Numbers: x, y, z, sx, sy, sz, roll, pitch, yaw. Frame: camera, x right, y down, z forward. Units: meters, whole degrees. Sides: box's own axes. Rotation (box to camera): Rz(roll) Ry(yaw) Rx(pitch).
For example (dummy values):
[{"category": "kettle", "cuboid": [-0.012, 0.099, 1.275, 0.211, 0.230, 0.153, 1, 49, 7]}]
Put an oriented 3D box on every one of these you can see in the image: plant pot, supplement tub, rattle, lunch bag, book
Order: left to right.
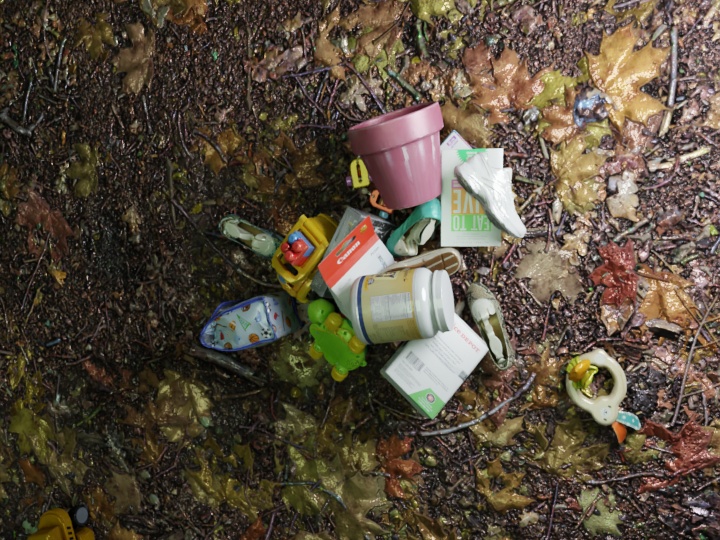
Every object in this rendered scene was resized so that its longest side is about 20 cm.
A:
[{"category": "lunch bag", "cuboid": [-0.268, 0.126, 1.499, 0.196, 0.169, 0.127, -20, 86, 19]}, {"category": "supplement tub", "cuboid": [0.088, 0.073, 1.291, 0.195, 0.144, 0.149, -8, 93, 19]}, {"category": "plant pot", "cuboid": [0.090, -0.235, 1.299, 0.195, 0.201, 0.183, -12, 108, 18]}, {"category": "book", "cuboid": [0.238, -0.155, 1.334, 0.130, 0.048, 0.206, 0, 95, 12]}, {"category": "rattle", "cuboid": [0.508, 0.270, 1.281, 0.127, 0.143, 0.204, -22, 82, 0]}]

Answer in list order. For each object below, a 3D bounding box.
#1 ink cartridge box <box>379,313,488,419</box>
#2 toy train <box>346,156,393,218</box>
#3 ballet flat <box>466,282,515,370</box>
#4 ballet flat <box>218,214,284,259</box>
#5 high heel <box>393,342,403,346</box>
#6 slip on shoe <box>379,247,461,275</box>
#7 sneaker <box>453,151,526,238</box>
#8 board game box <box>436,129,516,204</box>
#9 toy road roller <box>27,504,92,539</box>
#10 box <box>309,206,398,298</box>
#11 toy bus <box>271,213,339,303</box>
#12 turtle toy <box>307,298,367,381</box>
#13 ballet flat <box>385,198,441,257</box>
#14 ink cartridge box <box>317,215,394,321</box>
[{"category": "ink cartridge box", "cuboid": [0.161, 0.197, 1.364, 0.146, 0.084, 0.200, 44, 79, 0]}, {"category": "toy train", "cuboid": [0.050, -0.231, 1.423, 0.147, 0.056, 0.205, 18, 98, 11]}, {"category": "ballet flat", "cuboid": [0.287, 0.124, 1.368, 0.067, 0.075, 0.204, -22, 88, 19]}, {"category": "ballet flat", "cuboid": [-0.268, -0.078, 1.534, 0.196, 0.074, 0.076, 23, 102, 14]}, {"category": "high heel", "cuboid": [0.154, 0.194, 1.427, 0.095, 0.067, 0.202, -37, 74, 19]}, {"category": "slip on shoe", "cuboid": [0.127, -0.002, 1.368, 0.196, 0.061, 0.077, -24, 104, 18]}, {"category": "sneaker", "cuboid": [0.285, -0.159, 1.270, 0.099, 0.078, 0.201, -40, 93, 1]}, {"category": "board game box", "cuboid": [0.225, -0.182, 1.378, 0.153, 0.040, 0.201, -44, 81, 17]}, {"category": "toy road roller", "cuboid": [-0.851, 0.777, 1.763, 0.120, 0.146, 0.205, -14, 91, 19]}, {"category": "box", "cuboid": [-0.013, -0.033, 1.405, 0.048, 0.157, 0.203, 34, 104, 31]}, {"category": "toy bus", "cuboid": [-0.135, -0.025, 1.424, 0.136, 0.191, 0.201, 45, 108, 16]}, {"category": "turtle toy", "cuboid": [-0.054, 0.150, 1.467, 0.199, 0.101, 0.147, 42, 130, 12]}, {"category": "ballet flat", "cuboid": [0.114, -0.076, 1.368, 0.201, 0.066, 0.072, -53, 34, 43]}, {"category": "ink cartridge box", "cuboid": [0.000, 0.000, 1.360, 0.160, 0.201, 0.047, -45, 58, -14]}]
